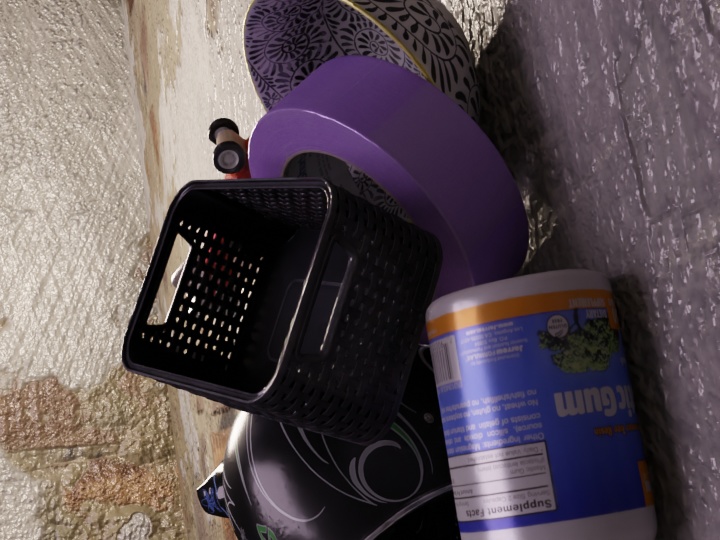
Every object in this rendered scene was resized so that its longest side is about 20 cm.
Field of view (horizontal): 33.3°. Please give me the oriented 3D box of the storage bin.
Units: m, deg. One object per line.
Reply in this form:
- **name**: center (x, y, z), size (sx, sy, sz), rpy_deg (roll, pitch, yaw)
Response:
- **storage bin**: center (-0.055, 0.022, 0.766), size (0.199, 0.093, 0.137), rpy_deg (5, 74, 53)

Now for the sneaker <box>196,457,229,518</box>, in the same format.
- **sneaker**: center (-0.059, 0.154, 1.026), size (0.077, 0.199, 0.071), rpy_deg (-16, 92, 32)

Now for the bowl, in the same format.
- **bowl**: center (0.018, -0.141, 0.864), size (0.200, 0.094, 0.202), rpy_deg (33, 150, 22)

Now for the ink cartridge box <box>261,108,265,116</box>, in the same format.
- **ink cartridge box**: center (-0.023, -0.100, 1.171), size (0.177, 0.044, 0.200), rpy_deg (63, 165, -6)

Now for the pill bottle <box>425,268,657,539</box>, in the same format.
- **pill bottle**: center (0.105, 0.109, 0.680), size (0.112, 0.111, 0.202), rpy_deg (140, 122, -71)

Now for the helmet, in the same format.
- **helmet**: center (-0.003, 0.142, 0.873), size (0.191, 0.198, 0.201), rpy_deg (49, 144, 39)

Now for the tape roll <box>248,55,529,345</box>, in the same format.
- **tape roll**: center (0.017, -0.045, 0.826), size (0.199, 0.066, 0.201), rpy_deg (34, 151, 22)

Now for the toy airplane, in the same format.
- **toy airplane**: center (-0.099, -0.037, 1.171), size (0.199, 0.140, 0.202), rpy_deg (140, 138, -63)
